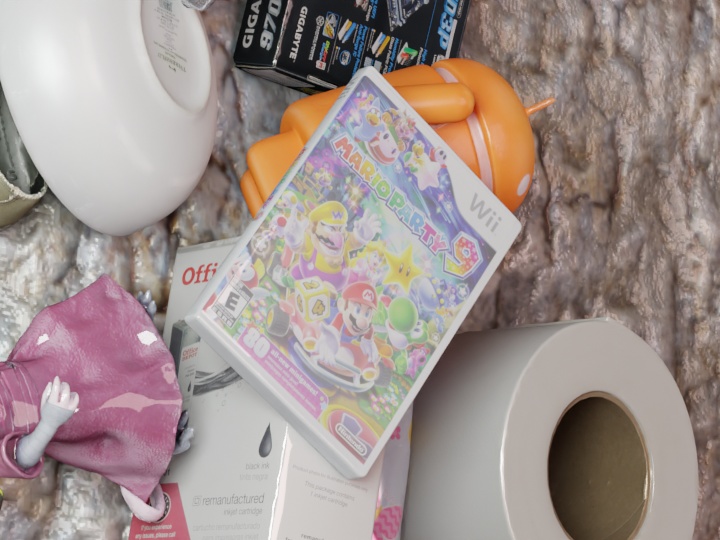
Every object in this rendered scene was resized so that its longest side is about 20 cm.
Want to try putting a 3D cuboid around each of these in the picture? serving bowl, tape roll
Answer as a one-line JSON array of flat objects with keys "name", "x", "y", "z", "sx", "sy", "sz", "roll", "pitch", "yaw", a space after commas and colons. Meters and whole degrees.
[{"name": "serving bowl", "x": -0.136, "y": -0.125, "z": 1.479, "sx": 0.200, "sy": 0.066, "sz": 0.201, "roll": 48, "pitch": 35, "yaw": -49}, {"name": "tape roll", "x": 0.111, "y": 0.138, "z": 1.690, "sx": 0.202, "sy": 0.139, "sz": 0.204, "roll": 8, "pitch": 79, "yaw": -44}]

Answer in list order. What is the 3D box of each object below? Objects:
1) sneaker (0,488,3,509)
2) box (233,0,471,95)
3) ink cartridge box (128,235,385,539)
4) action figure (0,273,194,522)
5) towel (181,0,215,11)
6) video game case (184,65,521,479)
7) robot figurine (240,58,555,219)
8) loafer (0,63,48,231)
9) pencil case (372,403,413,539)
[{"name": "sneaker", "x": -0.268, "y": 0.190, "z": 1.355, "sx": 0.076, "sy": 0.075, "sz": 0.201, "roll": 29, "pitch": 78, "yaw": -7}, {"name": "box", "x": 0.008, "y": -0.209, "z": 1.670, "sx": 0.159, "sy": 0.046, "sz": 0.201, "roll": 16, "pitch": 86, "yaw": -43}, {"name": "ink cartridge box", "x": -0.055, "y": 0.081, "z": 1.527, "sx": 0.085, "sy": 0.145, "sz": 0.201, "roll": 23, "pitch": 69, "yaw": -38}, {"name": "action figure", "x": -0.203, "y": 0.076, "z": 1.440, "sx": 0.199, "sy": 0.134, "sz": 0.149, "roll": -15, "pitch": 140, "yaw": -32}, {"name": "towel", "x": -0.053, "y": -0.247, "z": 1.504, "sx": 0.086, "sy": 0.165, "sz": 0.200, "roll": 58, "pitch": 14, "yaw": -22}, {"name": "video game case", "x": 0.000, "y": 0.000, "z": 1.477, "sx": 0.143, "sy": 0.018, "sz": 0.200, "roll": 45, "pitch": 60, "yaw": -20}, {"name": "robot figurine", "x": 0.026, "y": -0.069, "z": 1.618, "sx": 0.199, "sy": 0.117, "sz": 0.144, "roll": -17, "pitch": 122, "yaw": -16}, {"name": "loafer", "x": -0.218, "y": -0.121, "z": 1.444, "sx": 0.075, "sy": 0.069, "sz": 0.201, "roll": -26, "pitch": 103, "yaw": -43}, {"name": "pencil case", "x": -0.012, "y": 0.109, "z": 1.611, "sx": 0.090, "sy": 0.083, "sz": 0.201, "roll": 9, "pitch": 77, "yaw": -25}]
